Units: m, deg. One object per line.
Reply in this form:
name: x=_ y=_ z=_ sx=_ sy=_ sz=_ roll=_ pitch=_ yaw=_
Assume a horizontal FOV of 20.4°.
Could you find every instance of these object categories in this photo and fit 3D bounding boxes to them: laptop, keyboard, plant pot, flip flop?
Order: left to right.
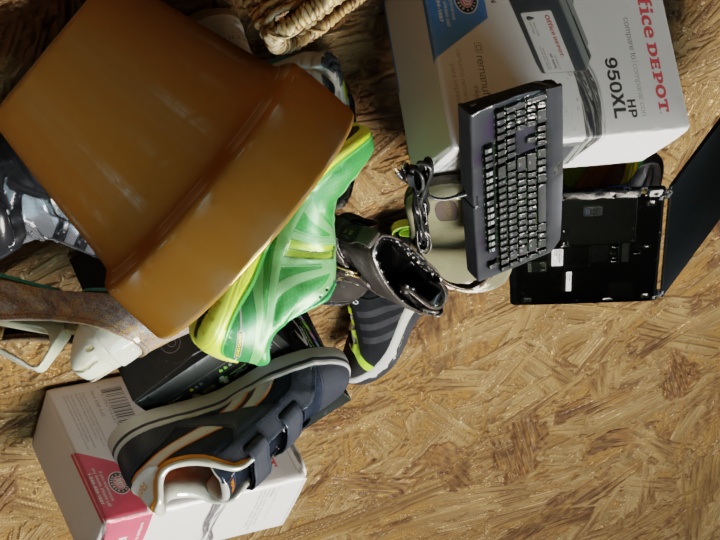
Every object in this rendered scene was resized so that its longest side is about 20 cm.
plant pot: x=-0.136 y=-0.090 z=1.323 sx=0.200 sy=0.183 sz=0.200 roll=-47 pitch=-169 yaw=12
flip flop: x=0.078 y=-0.017 z=1.546 sx=0.080 sy=0.058 sz=0.200 roll=-14 pitch=159 yaw=3
keyboard: x=0.089 y=-0.055 z=1.443 sx=0.126 sy=0.021 sz=0.201 roll=-17 pitch=144 yaw=-6
laptop: x=0.219 y=-0.059 z=1.648 sx=0.198 sy=0.104 sz=0.178 roll=-2 pitch=149 yaw=5

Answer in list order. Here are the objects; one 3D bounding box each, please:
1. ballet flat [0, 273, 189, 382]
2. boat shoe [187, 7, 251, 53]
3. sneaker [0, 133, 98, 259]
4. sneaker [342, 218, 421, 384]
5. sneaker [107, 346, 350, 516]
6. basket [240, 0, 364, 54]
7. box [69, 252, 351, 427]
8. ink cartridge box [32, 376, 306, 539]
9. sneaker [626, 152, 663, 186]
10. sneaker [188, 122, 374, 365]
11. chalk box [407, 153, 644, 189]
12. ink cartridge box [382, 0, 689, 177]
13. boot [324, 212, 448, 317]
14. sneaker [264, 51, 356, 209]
ballet flat: x=-0.217 y=0.047 z=1.499 sx=0.198 sy=0.068 sz=0.068 roll=6 pitch=157 yaw=23
boat shoe: x=-0.126 y=-0.099 z=1.465 sx=0.070 sy=0.070 sz=0.201 roll=-12 pitch=146 yaw=-31
sneaker: x=-0.217 y=-0.036 z=1.448 sx=0.113 sy=0.076 sz=0.200 roll=-31 pitch=128 yaw=17
sneaker: x=0.011 y=0.021 z=1.799 sx=0.082 sy=0.072 sz=0.201 roll=15 pitch=131 yaw=-20
sneaker: x=-0.088 y=0.129 z=1.535 sx=0.199 sy=0.080 sz=0.079 roll=-22 pitch=149 yaw=-15
basket: x=0.012 y=-0.223 z=1.322 sx=0.199 sy=0.150 sz=0.143 roll=-35 pitch=150 yaw=6
box: x=-0.118 y=0.049 z=1.616 sx=0.124 sy=0.149 sz=0.200 roll=-33 pitch=150 yaw=7
ink cartridge box: x=-0.168 y=0.165 z=1.750 sx=0.199 sy=0.146 sz=0.085 roll=-10 pitch=144 yaw=-30
sneaker: x=0.190 y=-0.062 z=1.766 sx=0.070 sy=0.109 sz=0.200 roll=1 pitch=138 yaw=-42
sneaker: x=-0.049 y=-0.020 z=1.455 sx=0.083 sy=0.074 sz=0.201 roll=31 pitch=96 yaw=-29
chalk box: x=0.133 y=-0.090 z=1.658 sx=0.124 sy=0.124 sz=0.201 roll=-5 pitch=141 yaw=-37
ink cartridge box: x=0.131 y=-0.154 z=1.491 sx=0.198 sy=0.146 sz=0.084 roll=-6 pitch=169 yaw=-22
boot: x=0.000 y=0.000 z=1.569 sx=0.070 sy=0.173 sz=0.200 roll=-60 pitch=142 yaw=-8
sneaker: x=-0.045 y=-0.111 z=1.539 sx=0.079 sy=0.078 sz=0.200 roll=-3 pitch=155 yaw=8
